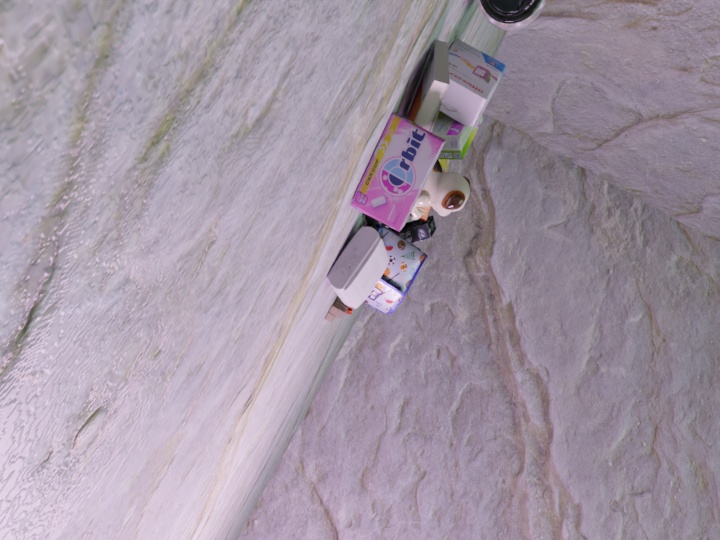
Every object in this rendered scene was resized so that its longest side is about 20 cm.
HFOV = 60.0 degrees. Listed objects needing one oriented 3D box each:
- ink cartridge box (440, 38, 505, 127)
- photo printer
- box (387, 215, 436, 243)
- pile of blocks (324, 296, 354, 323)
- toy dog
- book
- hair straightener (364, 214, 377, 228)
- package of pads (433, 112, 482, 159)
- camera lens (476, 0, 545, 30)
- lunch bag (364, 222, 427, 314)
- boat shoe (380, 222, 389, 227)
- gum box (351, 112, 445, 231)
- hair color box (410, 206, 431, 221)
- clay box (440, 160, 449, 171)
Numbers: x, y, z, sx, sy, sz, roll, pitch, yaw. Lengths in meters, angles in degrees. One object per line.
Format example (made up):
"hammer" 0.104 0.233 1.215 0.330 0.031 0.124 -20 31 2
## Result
"ink cartridge box" 0.248 -0.447 1.481 0.202 0.142 0.086 -57 175 -43
"photo printer" 0.000 0.000 1.511 0.168 0.069 0.200 -55 163 -8
"box" 0.121 -0.107 1.850 0.160 0.194 0.045 -49 123 -72
"pile of blocks" -0.042 0.100 1.904 0.202 0.061 0.083 -58 174 -40
"toy dog" 0.161 -0.211 1.434 0.196 0.198 0.140 -54 -179 29
"book" 0.128 -0.340 1.264 0.202 0.047 0.136 112 -13 -50
"hair straightener" 0.016 -0.112 1.550 0.078 0.040 0.200 -60 179 -19
"package of pads" 0.201 -0.346 1.521 0.202 0.150 0.070 -58 144 -44
"camera lens" 0.340 -0.626 1.393 0.163 0.157 0.200 -63 175 22
"lunch bag" 0.059 -0.002 1.680 0.203 0.167 0.124 -58 -163 7
"boat shoe" 0.111 -0.190 1.900 0.201 0.069 0.071 -59 174 -48
"gum box" 0.072 -0.187 1.219 0.204 0.111 0.066 -64 174 17
"hair color box" 0.172 -0.255 1.783 0.060 0.101 0.205 12 100 -43
"clay box" 0.194 -0.289 1.608 0.202 0.046 0.117 -64 155 -47
